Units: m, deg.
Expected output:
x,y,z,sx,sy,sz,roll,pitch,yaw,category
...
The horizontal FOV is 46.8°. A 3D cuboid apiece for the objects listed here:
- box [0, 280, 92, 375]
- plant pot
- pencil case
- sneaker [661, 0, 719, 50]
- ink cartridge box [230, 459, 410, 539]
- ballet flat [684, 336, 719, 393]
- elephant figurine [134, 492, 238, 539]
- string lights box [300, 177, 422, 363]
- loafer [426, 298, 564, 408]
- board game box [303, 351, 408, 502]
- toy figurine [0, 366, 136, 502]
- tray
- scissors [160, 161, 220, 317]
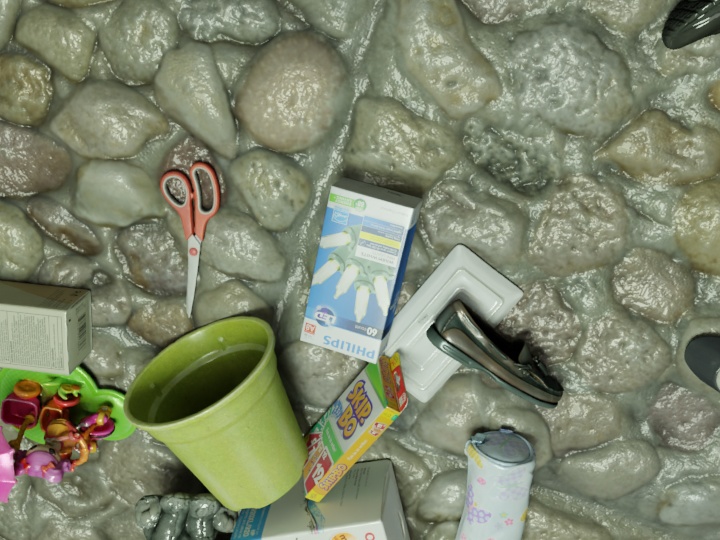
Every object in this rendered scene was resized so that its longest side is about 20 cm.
x,y,z,sx,sy,sz,roll,pitch,yaw,category
-0.456,0.068,1.070,0.200,0.078,0.095,7,110,3,box
-0.160,0.190,1.037,0.200,0.200,0.184,-19,117,12,plant pot
0.172,0.310,1.088,0.091,0.083,0.200,7,110,8,pencil case
0.417,-0.276,0.868,0.200,0.076,0.091,-26,111,16,sneaker
-0.044,0.359,1.094,0.200,0.145,0.148,-12,107,10,ink cartridge box
0.488,0.145,1.007,0.200,0.073,0.073,31,109,-5,ballet flat
-0.234,0.393,1.067,0.141,0.155,0.200,-7,69,16,elephant figurine
0.000,0.000,1.005,0.103,0.059,0.200,16,110,10,string lights box
0.176,0.103,1.012,0.200,0.072,0.063,29,105,-18,loafer
-0.011,0.193,1.046,0.030,0.096,0.200,29,117,-25,board game box
-0.406,0.220,1.057,0.200,0.184,0.150,15,115,-3,toy figurine
0.101,0.073,1.045,0.107,0.022,0.200,37,108,-6,tray
-0.202,-0.035,1.042,0.073,0.014,0.200,-5,107,5,scissors
